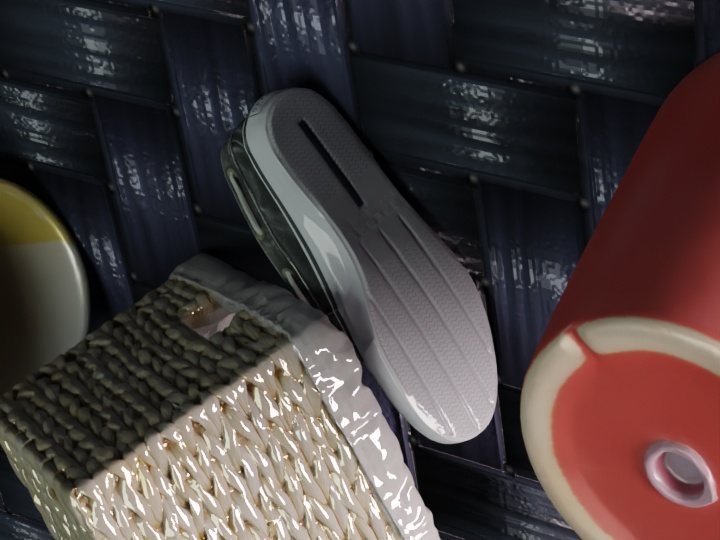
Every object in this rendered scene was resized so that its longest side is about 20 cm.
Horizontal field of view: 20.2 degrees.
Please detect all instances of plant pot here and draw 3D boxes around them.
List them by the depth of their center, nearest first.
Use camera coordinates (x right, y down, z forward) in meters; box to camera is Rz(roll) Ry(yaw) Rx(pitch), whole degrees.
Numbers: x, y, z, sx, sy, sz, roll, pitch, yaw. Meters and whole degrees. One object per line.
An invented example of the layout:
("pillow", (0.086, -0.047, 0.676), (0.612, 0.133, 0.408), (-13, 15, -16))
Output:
("plant pot", (0.167, 0.030, 0.820), (0.199, 0.177, 0.202), (23, 136, 24))

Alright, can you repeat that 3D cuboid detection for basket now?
("basket", (-0.073, 0.123, 1.066), (0.201, 0.160, 0.198), (64, 163, -20))

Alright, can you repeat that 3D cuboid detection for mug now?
("mug", (-0.258, 0.008, 1.223), (0.149, 0.188, 0.153), (28, 160, -32))

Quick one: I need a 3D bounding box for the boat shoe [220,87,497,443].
("boat shoe", (0.000, 0.000, 1.032), (0.201, 0.072, 0.071), (60, 148, -2))
